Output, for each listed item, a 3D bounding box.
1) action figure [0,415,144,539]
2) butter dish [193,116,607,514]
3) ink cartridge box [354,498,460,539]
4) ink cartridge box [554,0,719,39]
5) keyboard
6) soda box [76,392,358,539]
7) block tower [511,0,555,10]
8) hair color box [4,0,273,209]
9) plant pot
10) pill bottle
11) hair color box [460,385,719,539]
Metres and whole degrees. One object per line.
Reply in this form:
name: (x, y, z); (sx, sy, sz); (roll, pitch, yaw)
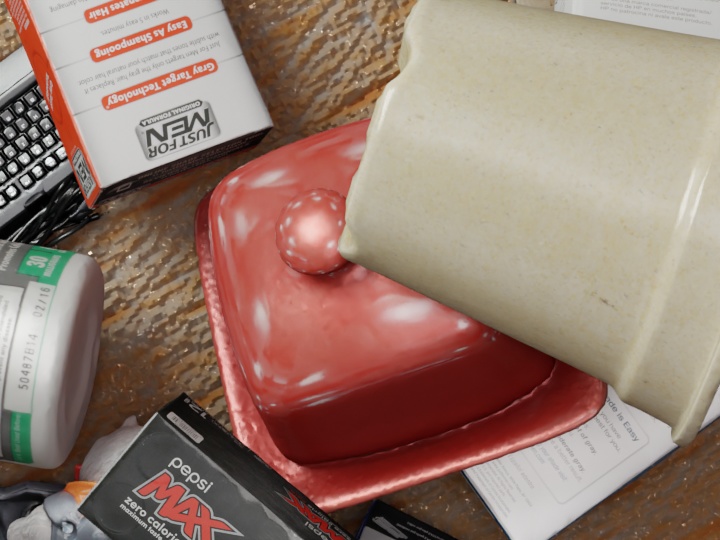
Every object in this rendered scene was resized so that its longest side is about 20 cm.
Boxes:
action figure: (-0.106, 0.174, 1.480); (0.200, 0.105, 0.194); (-1, 99, 0)
butter dish: (0.000, 0.000, 1.425); (0.200, 0.148, 0.199); (-19, 66, 13)
ink cartridge box: (0.080, 0.201, 1.480); (0.200, 0.094, 0.044); (26, 120, 0)
ink cartridge box: (0.175, -0.160, 1.441); (0.145, 0.084, 0.200); (8, 53, -2)
keyboard: (-0.186, -0.053, 1.508); (0.200, 0.040, 0.104); (-38, 90, 0)
soda box: (-0.040, 0.153, 1.401); (0.200, 0.063, 0.071); (40, 101, 3)
block tower: (0.129, -0.061, 1.466); (0.058, 0.054, 0.200); (-13, 62, 0)
hair color box: (-0.131, -0.144, 1.480); (0.101, 0.061, 0.200); (-21, 85, -15)
plant pot: (0.095, -0.042, 1.306); (0.183, 0.200, 0.200); (19, 90, 2)
pill bottle: (-0.240, 0.031, 1.453); (0.200, 0.113, 0.113); (10, 90, 4)
hair color box: (0.137, 0.053, 1.501); (0.200, 0.061, 0.100); (-35, 89, 0)
